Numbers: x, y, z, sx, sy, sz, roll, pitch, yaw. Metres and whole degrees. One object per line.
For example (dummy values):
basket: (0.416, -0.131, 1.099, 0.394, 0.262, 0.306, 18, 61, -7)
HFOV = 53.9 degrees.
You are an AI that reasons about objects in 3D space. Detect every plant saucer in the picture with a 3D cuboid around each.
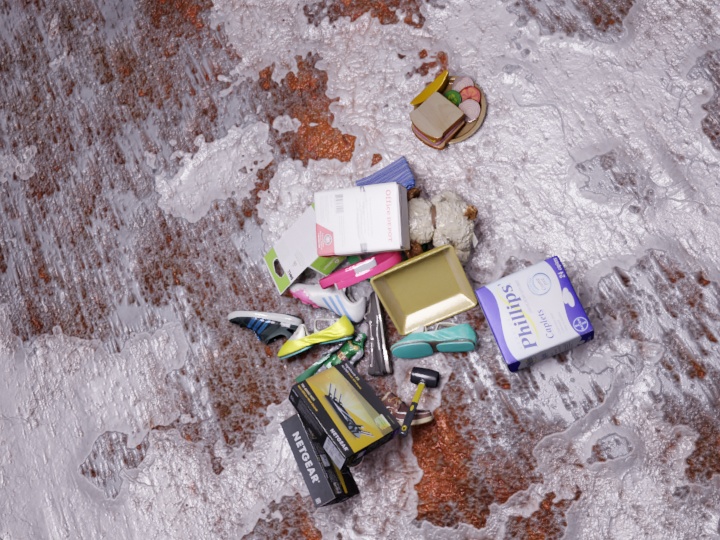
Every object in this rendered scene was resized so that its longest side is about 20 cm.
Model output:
plant saucer: (0.144, 0.036, 1.617, 0.199, 0.200, 0.049, -23, 38, 9)

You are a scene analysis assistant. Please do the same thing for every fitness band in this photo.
fitness band: (0.000, 0.000, 1.625, 0.199, 0.144, 0.038, -22, 94, 11)

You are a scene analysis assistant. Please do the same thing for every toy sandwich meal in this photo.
toy sandwich meal: (0.211, -0.402, 1.756, 0.204, 0.070, 0.207, -4, 75, 16)

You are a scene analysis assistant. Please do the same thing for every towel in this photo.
towel: (0.056, -0.211, 1.708, 0.144, 0.024, 0.200, -28, 26, 9)

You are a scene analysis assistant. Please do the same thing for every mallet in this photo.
mallet: (0.112, 0.286, 1.565, 0.065, 0.041, 0.200, 14, 40, 23)

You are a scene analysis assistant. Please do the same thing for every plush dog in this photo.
plush dog: (0.169, -0.108, 1.625, 0.170, 0.161, 0.202, -1, 75, -6)

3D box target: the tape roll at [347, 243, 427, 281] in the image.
tape roll: (0.061, -0.067, 1.725, 0.199, 0.048, 0.202, -4, 75, 16)

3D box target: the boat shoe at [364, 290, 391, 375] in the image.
boat shoe: (0.031, 0.148, 1.667, 0.057, 0.067, 0.202, -10, 76, 7)

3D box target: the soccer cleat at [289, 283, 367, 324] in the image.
soccer cleat: (-0.074, 0.059, 1.718, 0.199, 0.070, 0.087, 24, 100, 13)

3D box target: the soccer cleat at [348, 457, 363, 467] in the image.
soccer cleat: (-0.055, 0.359, 1.622, 0.068, 0.073, 0.201, -27, 73, -10)

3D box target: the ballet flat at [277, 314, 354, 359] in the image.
ballet flat: (-0.111, 0.153, 1.681, 0.199, 0.067, 0.068, -18, 90, 12)

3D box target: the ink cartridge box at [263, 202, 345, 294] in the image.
ink cartridge box: (-0.132, -0.044, 1.742, 0.200, 0.076, 0.148, -45, 48, 15)

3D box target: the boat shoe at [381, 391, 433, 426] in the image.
boat shoe: (0.066, 0.312, 1.608, 0.199, 0.072, 0.073, -1, 87, 23)

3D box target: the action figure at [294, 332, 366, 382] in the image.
action figure: (-0.058, 0.223, 1.684, 0.118, 0.055, 0.200, 41, 86, 25)

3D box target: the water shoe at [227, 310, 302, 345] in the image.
water shoe: (-0.242, 0.143, 1.749, 0.198, 0.071, 0.080, 3, 82, 18)

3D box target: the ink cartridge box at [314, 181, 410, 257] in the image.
ink cartridge box: (0.005, -0.110, 1.582, 0.199, 0.083, 0.148, -4, 86, 20)

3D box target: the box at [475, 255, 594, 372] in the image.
box: (0.380, 0.097, 1.555, 0.199, 0.105, 0.185, -25, 69, 10)

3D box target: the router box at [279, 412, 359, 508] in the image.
router box: (-0.089, 0.420, 1.581, 0.052, 0.157, 0.201, -31, 68, 11)

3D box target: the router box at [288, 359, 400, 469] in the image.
router box: (-0.036, 0.307, 1.533, 0.157, 0.052, 0.200, -21, 57, -36)

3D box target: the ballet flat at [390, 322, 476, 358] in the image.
ballet flat: (0.168, 0.157, 1.633, 0.199, 0.068, 0.071, -8, 49, 15)
